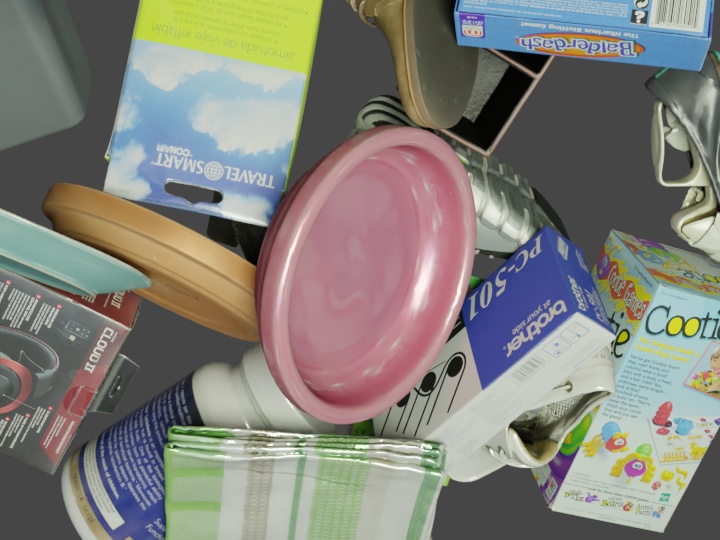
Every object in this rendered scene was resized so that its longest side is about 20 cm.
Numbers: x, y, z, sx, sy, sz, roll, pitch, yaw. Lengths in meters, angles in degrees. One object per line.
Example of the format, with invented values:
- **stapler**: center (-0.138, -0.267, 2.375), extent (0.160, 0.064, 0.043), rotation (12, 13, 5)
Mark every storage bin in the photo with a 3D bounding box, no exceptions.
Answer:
- **storage bin**: center (-0.279, -0.143, 0.753), extent (0.199, 0.146, 0.135), rotation (-19, 123, 5)

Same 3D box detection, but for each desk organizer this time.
- **desk organizer**: center (0.109, -0.184, 0.778), extent (0.072, 0.077, 0.200), rotation (28, 109, -14)

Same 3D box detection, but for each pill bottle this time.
- **pill bottle**: center (-0.126, 0.143, 0.886), extent (0.200, 0.116, 0.116), rotation (-34, 111, 11)

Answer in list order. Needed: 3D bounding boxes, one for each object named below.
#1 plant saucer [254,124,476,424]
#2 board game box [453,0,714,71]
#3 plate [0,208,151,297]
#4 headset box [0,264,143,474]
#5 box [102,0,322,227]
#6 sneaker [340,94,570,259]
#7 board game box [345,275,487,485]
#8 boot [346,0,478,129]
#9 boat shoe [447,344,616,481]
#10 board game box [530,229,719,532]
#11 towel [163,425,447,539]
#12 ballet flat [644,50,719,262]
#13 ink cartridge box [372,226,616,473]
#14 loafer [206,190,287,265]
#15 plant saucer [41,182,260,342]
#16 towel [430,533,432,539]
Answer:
- **plant saucer**: center (0.000, 0.000, 0.745), extent (0.051, 0.200, 0.201), rotation (20, 119, 37)
- **board game box**: center (0.149, -0.230, 0.700), extent (0.152, 0.045, 0.201), rotation (9, 75, 10)
- **plate**: center (-0.234, -0.018, 0.733), extent (0.200, 0.200, 0.026), rotation (22, 81, -11)
- **headset box**: center (-0.271, 0.053, 0.862), extent (0.200, 0.075, 0.149), rotation (27, 110, -12)
- **box**: center (-0.095, -0.135, 0.758), extent (0.122, 0.048, 0.201), rotation (11, 85, -4)
- **sneaker**: center (0.056, -0.039, 0.851), extent (0.200, 0.075, 0.116), rotation (34, 122, -17)
- **board game box**: center (0.055, 0.084, 0.909), extent (0.095, 0.030, 0.200), rotation (14, 121, -9)
- **boot**: center (0.027, -0.173, 0.735), extent (0.075, 0.201, 0.074), rotation (-19, 151, 30)
- **boat shoe**: center (0.121, 0.119, 0.856), extent (0.071, 0.069, 0.200), rotation (12, 138, -25)
- **board game box**: center (0.217, 0.087, 0.882), extent (0.105, 0.103, 0.200), rotation (14, 112, -16)
- **towel**: center (-0.043, 0.177, 0.818), extent (0.199, 0.031, 0.150), rotation (4, 127, -5)
- **ballet flat**: center (0.259, -0.065, 0.843), extent (0.073, 0.073, 0.200), rotation (-20, 107, 6)
- **ink cartridge box**: center (0.088, 0.068, 0.820), extent (0.044, 0.094, 0.200), rotation (30, 120, -29)
- **loafer**: center (-0.085, -0.043, 0.835), extent (0.072, 0.073, 0.200), rotation (-26, 110, 14)
- **plant saucer**: center (-0.132, 0.002, 0.788), extent (0.200, 0.200, 0.032), rotation (28, 77, -14)
- **towel**: center (-0.039, 0.231, 0.963), extent (0.199, 0.035, 0.133), rotation (-12, 122, 6)
